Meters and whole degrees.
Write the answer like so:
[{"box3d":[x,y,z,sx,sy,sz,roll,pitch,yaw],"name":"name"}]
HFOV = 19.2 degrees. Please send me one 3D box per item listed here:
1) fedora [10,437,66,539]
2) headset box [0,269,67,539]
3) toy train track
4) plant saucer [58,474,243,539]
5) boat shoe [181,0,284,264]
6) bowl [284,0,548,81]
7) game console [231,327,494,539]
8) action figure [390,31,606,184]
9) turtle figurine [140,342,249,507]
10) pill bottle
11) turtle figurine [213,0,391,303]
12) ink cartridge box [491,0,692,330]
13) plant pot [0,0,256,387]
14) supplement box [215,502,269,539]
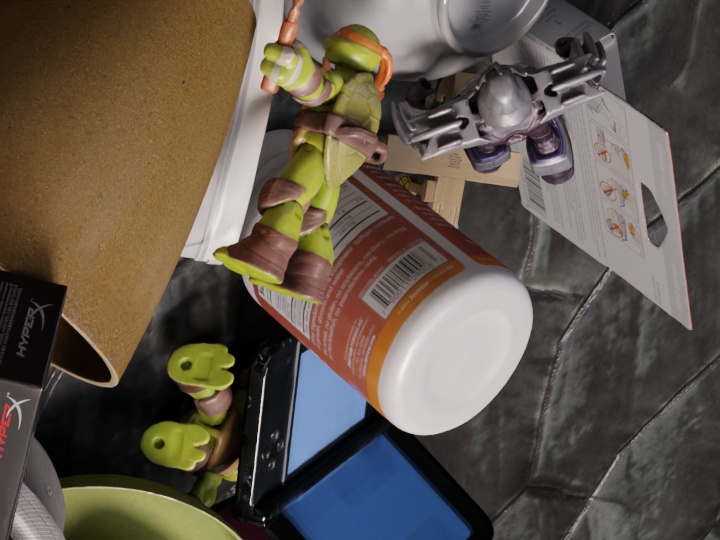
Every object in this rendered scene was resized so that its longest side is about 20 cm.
[{"box3d":[-0.228,0.151,1.214,0.090,0.176,0.201,-64,147,-52],"name":"fedora"},{"box3d":[-0.249,0.059,0.986,0.199,0.077,0.149,14,128,-8],"name":"headset box"},{"box3d":[0.046,-0.032,1.402,0.114,0.032,0.202,6,96,-37],"name":"toy train track"},{"box3d":[-0.159,0.188,1.329,0.198,0.031,0.201,0,135,0],"name":"plant saucer"},{"box3d":[-0.087,-0.105,1.199,0.068,0.072,0.201,9,107,-11],"name":"boat shoe"},{"box3d":[0.056,-0.189,1.260,0.200,0.090,0.202,-27,137,-29],"name":"bowl"},{"box3d":[0.013,0.114,1.383,0.200,0.116,0.177,-32,133,-59],"name":"game console"},{"box3d":[0.085,-0.096,1.270,0.129,0.070,0.200,-9,172,5],"name":"action figure"},{"box3d":[-0.090,0.098,1.371,0.201,0.064,0.161,-58,160,-12],"name":"turtle figurine"},{"box3d":[0.000,0.000,1.269,0.112,0.200,0.113,-27,138,-28],"name":"pill bottle"},{"box3d":[-0.018,-0.066,1.165,0.200,0.064,0.162,43,65,-77],"name":"turtle figurine"},{"box3d":[0.162,-0.077,1.398,0.043,0.173,0.201,-38,142,-18],"name":"ink cartridge box"},{"box3d":[-0.146,-0.076,1.089,0.201,0.186,0.187,-56,146,-14],"name":"plant pot"},{"box3d":[-0.043,0.253,1.522,0.130,0.103,0.201,-22,136,-33],"name":"supplement box"}]
